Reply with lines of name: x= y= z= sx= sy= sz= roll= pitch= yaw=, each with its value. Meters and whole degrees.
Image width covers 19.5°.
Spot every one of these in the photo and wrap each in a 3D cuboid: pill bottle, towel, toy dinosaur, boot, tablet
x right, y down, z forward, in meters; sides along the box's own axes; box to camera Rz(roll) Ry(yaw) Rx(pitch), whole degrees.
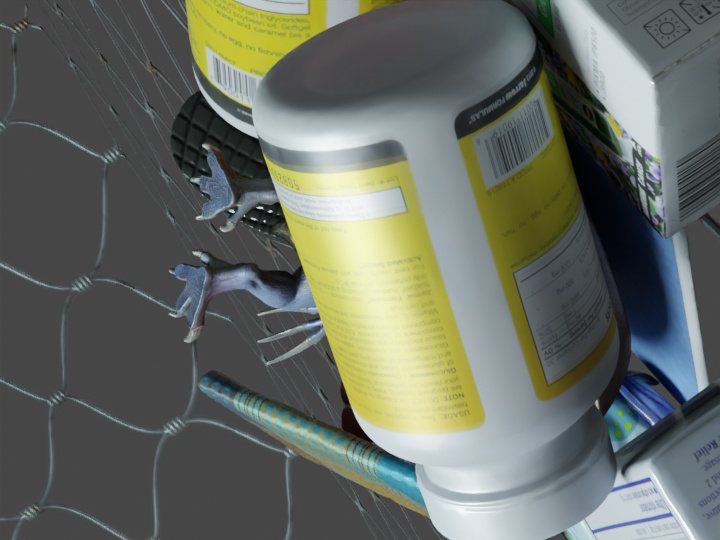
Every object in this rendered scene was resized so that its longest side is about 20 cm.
pill bottle: x=-0.025 y=-0.160 z=0.932 sx=0.114 sy=0.114 sz=0.201 roll=52 pitch=158 yaw=31
pill bottle: x=0.038 y=0.004 z=0.815 sx=0.112 sy=0.111 sz=0.201 roll=40 pitch=152 yaw=62
towel: x=0.017 y=0.114 z=1.180 sx=0.199 sy=0.022 sz=0.147 roll=23 pitch=170 yaw=31
toy dinosaur: x=0.000 y=0.000 z=0.976 sx=0.199 sy=0.180 sz=0.106 roll=14 pitch=98 yaw=55
boot: x=-0.013 y=-0.017 z=1.148 sx=0.199 sy=0.068 sz=0.131 roll=29 pitch=166 yaw=12
tablet: x=0.125 y=-0.015 z=1.002 sx=0.130 sy=0.014 sz=0.200 roll=51 pitch=170 yaw=36

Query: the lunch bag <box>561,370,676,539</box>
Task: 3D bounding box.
lunch bag: x=0.159 y=0.145 z=1.112 sx=0.201 sy=0.082 sz=0.161 roll=53 pitch=173 yaw=-2

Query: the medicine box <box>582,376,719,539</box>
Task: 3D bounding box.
medicine box: x=0.194 y=0.142 z=0.878 sx=0.201 sy=0.103 sz=0.182 roll=56 pitch=171 yaw=5

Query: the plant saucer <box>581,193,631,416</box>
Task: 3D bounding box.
plant saucer: x=0.084 y=-0.024 z=1.002 sx=0.200 sy=0.032 sz=0.201 roll=156 pitch=90 yaw=-89

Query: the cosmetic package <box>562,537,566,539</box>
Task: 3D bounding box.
cosmetic package: x=0.198 y=0.242 z=1.262 sx=0.201 sy=0.090 sz=0.107 roll=61 pitch=168 yaw=-1

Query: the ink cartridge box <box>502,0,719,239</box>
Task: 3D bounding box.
ink cartridge box: x=0.073 y=-0.117 z=0.805 sx=0.200 sy=0.050 sz=0.109 roll=52 pitch=169 yaw=29

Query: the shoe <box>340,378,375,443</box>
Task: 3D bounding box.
shoe: x=0.029 y=0.070 z=1.152 sx=0.090 sy=0.072 sz=0.200 roll=11 pitch=171 yaw=13
